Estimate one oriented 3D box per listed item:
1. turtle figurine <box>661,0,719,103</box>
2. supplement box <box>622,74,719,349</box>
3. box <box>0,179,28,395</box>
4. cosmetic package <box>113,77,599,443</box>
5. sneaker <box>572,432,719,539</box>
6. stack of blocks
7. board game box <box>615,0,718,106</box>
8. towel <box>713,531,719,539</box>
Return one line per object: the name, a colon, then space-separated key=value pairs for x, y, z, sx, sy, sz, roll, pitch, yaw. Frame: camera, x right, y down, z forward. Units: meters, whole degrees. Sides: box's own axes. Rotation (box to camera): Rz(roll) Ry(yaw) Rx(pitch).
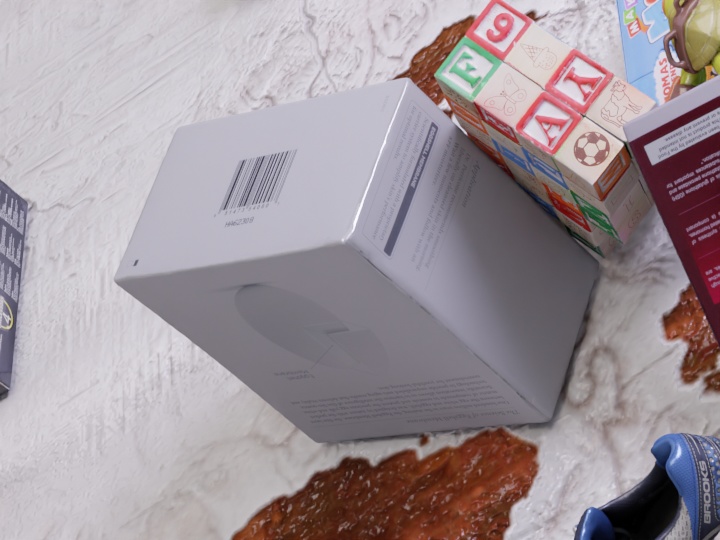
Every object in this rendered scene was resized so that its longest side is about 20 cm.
turtle figurine: x=0.209 y=-0.145 z=1.535 sx=0.200 sy=0.064 sz=0.161 roll=-70 pitch=24 yaw=13
supplement box: x=0.232 y=-0.010 z=1.428 sx=0.109 sy=0.061 sz=0.200 roll=-26 pitch=82 yaw=28
box: x=-0.334 y=0.040 z=2.089 sx=0.161 sy=0.049 sz=0.200 roll=-26 pitch=41 yaw=25
cosmetic package: x=0.000 y=0.000 z=1.641 sx=0.199 sy=0.200 sz=0.123 roll=-8 pitch=50 yaw=43
sneaker: x=0.137 y=0.161 z=1.423 sx=0.200 sy=0.085 sz=0.077 roll=-60 pitch=32 yaw=18
stack of blocks: x=0.122 y=-0.072 z=1.578 sx=0.115 sy=0.200 sz=0.059 roll=36 pitch=84 yaw=20
board game box: x=0.241 y=-0.171 z=1.628 sx=0.200 sy=0.037 sz=0.152 roll=-25 pitch=60 yaw=38
towel: x=0.231 y=0.157 z=1.324 sx=0.133 sy=0.034 sz=0.200 roll=49 pitch=119 yaw=40
